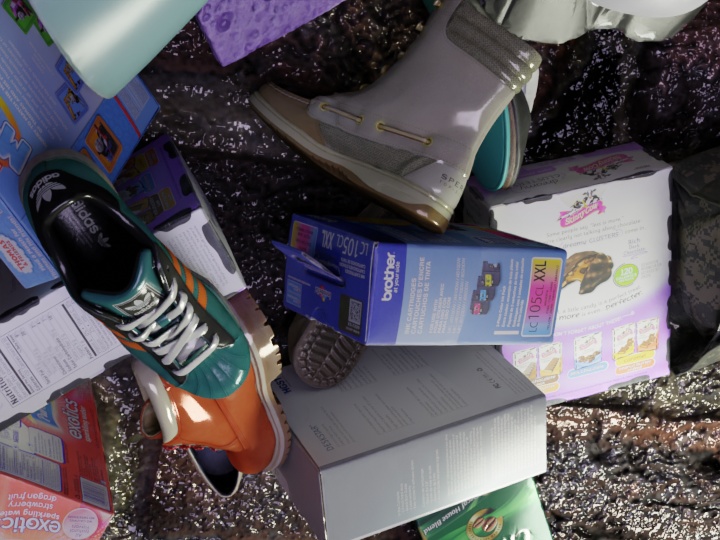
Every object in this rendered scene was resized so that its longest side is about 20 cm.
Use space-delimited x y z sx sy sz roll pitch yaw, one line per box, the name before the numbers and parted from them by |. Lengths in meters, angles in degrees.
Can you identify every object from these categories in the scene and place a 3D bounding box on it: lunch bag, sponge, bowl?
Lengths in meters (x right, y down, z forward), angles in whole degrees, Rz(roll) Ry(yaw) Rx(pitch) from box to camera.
lunch bag | 0.346 -0.007 1.099 0.162 0.118 0.202 -18 125 -20
sponge | -0.097 -0.260 0.897 0.111 0.030 0.202 -29 117 -5
bowl | -0.158 -0.222 0.790 0.104 0.201 0.203 -23 119 2

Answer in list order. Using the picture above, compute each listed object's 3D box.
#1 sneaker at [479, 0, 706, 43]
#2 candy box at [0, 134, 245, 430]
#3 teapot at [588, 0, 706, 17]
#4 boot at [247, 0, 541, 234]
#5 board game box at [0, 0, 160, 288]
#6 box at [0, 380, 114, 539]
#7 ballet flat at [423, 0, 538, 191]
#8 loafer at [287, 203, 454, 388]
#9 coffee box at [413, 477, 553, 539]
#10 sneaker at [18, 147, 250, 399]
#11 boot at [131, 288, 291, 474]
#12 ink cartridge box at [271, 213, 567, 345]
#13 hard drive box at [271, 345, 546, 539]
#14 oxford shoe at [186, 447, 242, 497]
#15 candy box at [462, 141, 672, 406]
sneaker | 0.166 -0.229 0.966 0.197 0.087 0.081 4 138 -30
candy box | -0.196 0.003 0.894 0.198 0.168 0.072 -30 117 -2
teapot | 0.196 -0.286 0.866 0.196 0.201 0.147 -15 145 -35
boot | 0.022 -0.134 0.922 0.156 0.199 0.072 -58 147 -1
board game box | -0.217 -0.111 0.835 0.036 0.201 0.152 -17 122 25
box | -0.256 0.146 0.927 0.102 0.200 0.095 27 103 -26
ballet flat | 0.103 -0.164 0.980 0.068 0.068 0.202 -31 116 -27
loafer | 0.000 0.000 1.025 0.076 0.068 0.201 43 79 -30
coffee box | 0.114 0.237 1.176 0.122 0.044 0.202 -23 118 -7
sneaker | -0.135 0.017 0.768 0.071 0.080 0.200 -39 117 2
boot | -0.112 0.102 0.926 0.106 0.075 0.201 -31 146 -18
ink cartridge box | 0.032 0.006 0.923 0.197 0.136 0.078 0 100 -30
hard drive box | 0.029 0.124 1.022 0.197 0.156 0.078 -15 118 -19
oxford shoe | -0.126 0.090 1.016 0.070 0.074 0.202 -19 117 -6
candy box | 0.179 0.007 1.080 0.165 0.072 0.203 -12 117 -12
